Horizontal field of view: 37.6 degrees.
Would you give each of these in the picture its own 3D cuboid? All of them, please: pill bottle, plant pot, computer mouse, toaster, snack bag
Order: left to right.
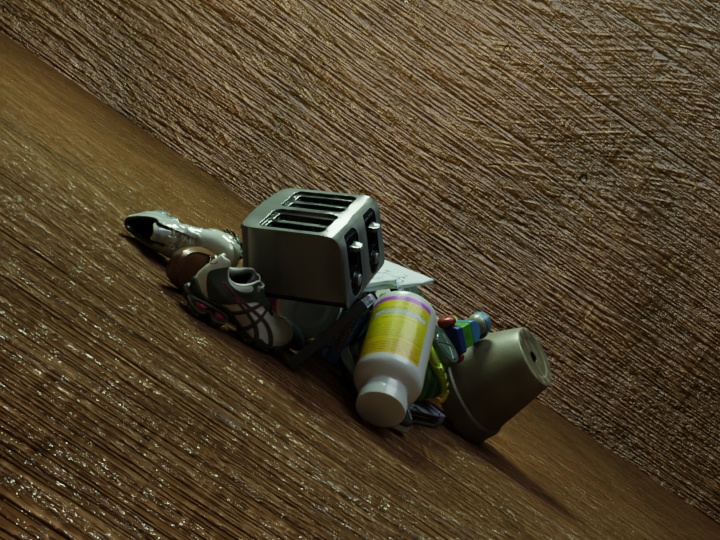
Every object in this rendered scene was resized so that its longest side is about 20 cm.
[{"bbox_3d":[-0.160,0.063,1.665,0.199,0.034,0.059,34,5,26],"label":"computer mouse"},{"bbox_3d":[-0.114,0.035,1.848,0.112,0.113,0.200,32,5,-26],"label":"pill bottle"},{"bbox_3d":[-0.076,-0.035,1.575,0.198,0.120,0.181,7,25,19],"label":"toaster"},{"bbox_3d":[0.000,0.000,1.767,0.199,0.022,0.188,-5,17,-38],"label":"snack bag"},{"bbox_3d":[0.048,0.131,1.563,0.104,0.104,0.201,33,41,-14],"label":"pill bottle"},{"bbox_3d":[0.253,0.196,1.970,0.200,0.173,0.201,42,33,-35],"label":"plant pot"}]

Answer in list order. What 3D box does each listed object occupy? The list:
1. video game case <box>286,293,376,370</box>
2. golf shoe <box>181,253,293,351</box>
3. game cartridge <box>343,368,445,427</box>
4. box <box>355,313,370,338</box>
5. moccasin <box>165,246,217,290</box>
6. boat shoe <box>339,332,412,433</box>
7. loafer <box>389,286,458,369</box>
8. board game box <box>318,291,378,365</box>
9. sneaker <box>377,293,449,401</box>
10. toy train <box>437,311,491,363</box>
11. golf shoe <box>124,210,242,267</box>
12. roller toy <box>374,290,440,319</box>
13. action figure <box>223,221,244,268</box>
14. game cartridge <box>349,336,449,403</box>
[{"bbox_3d":[-0.039,0.089,1.603,0.019,0.143,0.200,50,5,3],"label":"video game case"},{"bbox_3d":[-0.153,0.050,1.487,0.199,0.088,0.077,31,13,-43],"label":"golf shoe"},{"bbox_3d":[0.059,0.210,1.789,0.129,0.038,0.200,41,6,25],"label":"game cartridge"},{"bbox_3d":[0.027,0.105,1.860,0.082,0.049,0.200,29,0,-9],"label":"box"},{"bbox_3d":[-0.209,0.024,1.551,0.077,0.074,0.201,27,-11,35],"label":"moccasin"},{"bbox_3d":[0.031,0.169,1.642,0.072,0.065,0.200,27,18,-37],"label":"boat shoe"},{"bbox_3d":[0.092,0.091,1.845,0.201,0.063,0.072,58,25,13],"label":"loafer"},{"bbox_3d":[-0.028,0.080,1.855,0.034,0.136,0.200,33,3,-9],"label":"board game box"},{"bbox_3d":[0.074,0.129,1.705,0.201,0.083,0.074,62,-2,-17],"label":"sneaker"},{"bbox_3d":[0.136,0.115,1.953,0.199,0.085,0.115,-4,13,46],"label":"toy train"},{"bbox_3d":[-0.279,-0.040,1.633,0.199,0.079,0.097,18,4,26],"label":"golf shoe"},{"bbox_3d":[0.069,0.125,2.101,0.200,0.140,0.182,30,-10,47],"label":"roller toy"},{"bbox_3d":[-0.185,-0.015,1.748,0.102,0.119,0.199,45,-19,-33],"label":"action figure"},{"bbox_3d":[0.055,0.166,1.860,0.175,0.033,0.200,29,-2,-9],"label":"game cartridge"}]
